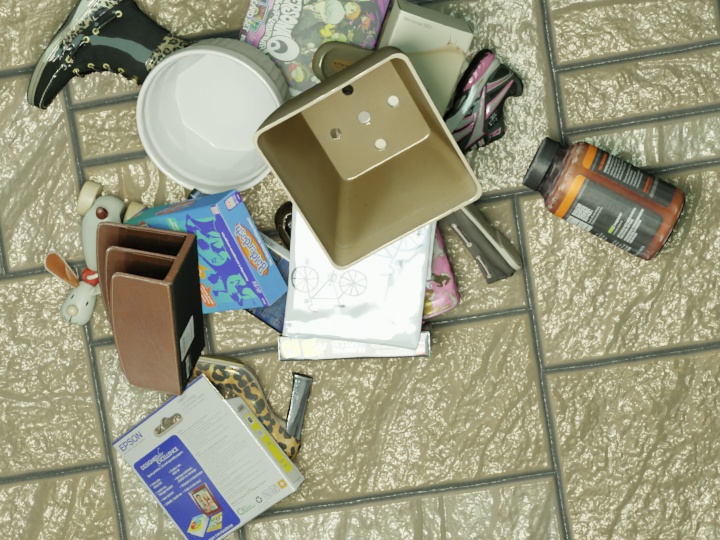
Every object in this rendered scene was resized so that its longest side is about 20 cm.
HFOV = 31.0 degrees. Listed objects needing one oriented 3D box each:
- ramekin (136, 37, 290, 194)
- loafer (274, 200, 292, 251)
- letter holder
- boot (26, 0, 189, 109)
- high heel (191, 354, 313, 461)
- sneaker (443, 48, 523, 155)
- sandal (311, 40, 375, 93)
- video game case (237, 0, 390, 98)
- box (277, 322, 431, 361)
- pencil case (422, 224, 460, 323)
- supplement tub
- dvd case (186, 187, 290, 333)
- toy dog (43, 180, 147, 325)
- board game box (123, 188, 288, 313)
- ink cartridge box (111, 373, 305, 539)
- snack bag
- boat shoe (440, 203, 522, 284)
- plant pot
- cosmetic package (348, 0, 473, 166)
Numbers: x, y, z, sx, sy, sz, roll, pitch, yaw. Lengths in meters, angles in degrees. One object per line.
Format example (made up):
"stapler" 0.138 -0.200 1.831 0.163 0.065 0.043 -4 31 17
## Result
"ramekin" -0.185 -0.210 1.706 0.200 0.105 0.201 5 117 9
"loafer" -0.050 -0.004 1.731 0.073 0.071 0.200 -40 92 8
"letter holder" -0.288 0.048 1.681 0.142 0.101 0.200 10 132 9
"boot" -0.343 -0.274 1.757 0.154 0.073 0.204 35 97 -2
"high heel" -0.173 0.195 1.777 0.200 0.071 0.143 13 93 -3
"sneaker" 0.148 -0.189 1.726 0.086 0.080 0.200 31 102 -10
"sandal" 0.035 -0.258 1.716 0.200 0.054 0.081 8 98 -20
"video game case" -0.070 -0.312 1.751 0.181 0.036 0.200 19 95 1
"box" -0.004 0.095 1.738 0.200 0.110 0.035 -2 94 4
"pencil case" 0.068 -0.030 1.724 0.086 0.083 0.200 -20 103 10
"supplement tub" 0.316 -0.101 1.703 0.200 0.107 0.107 28 96 2
"dvd case" -0.163 -0.010 1.744 0.200 0.018 0.143 34 139 1
"toy dog" -0.360 -0.022 1.762 0.132 0.096 0.200 -1 94 5
"board game box" -0.205 -0.019 1.701 0.200 0.045 0.152 -8 116 45
"ink cartridge box" -0.209 0.261 1.770 0.198 0.047 0.200 -36 90 27
"snack bag" 0.000 0.000 1.671 0.188 0.021 0.200 5 95 4
"boat shoe" 0.136 -0.057 1.717 0.057 0.067 0.200 -36 115 18
"plant pot" 0.008 -0.157 1.558 0.200 0.177 0.200 -28 113 12
"cosmetic package" 0.062 -0.233 1.663 0.103 0.073 0.200 15 113 -9
